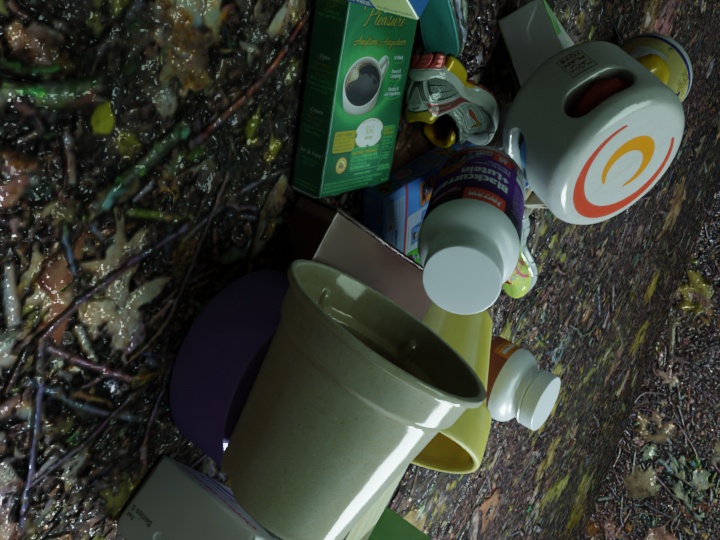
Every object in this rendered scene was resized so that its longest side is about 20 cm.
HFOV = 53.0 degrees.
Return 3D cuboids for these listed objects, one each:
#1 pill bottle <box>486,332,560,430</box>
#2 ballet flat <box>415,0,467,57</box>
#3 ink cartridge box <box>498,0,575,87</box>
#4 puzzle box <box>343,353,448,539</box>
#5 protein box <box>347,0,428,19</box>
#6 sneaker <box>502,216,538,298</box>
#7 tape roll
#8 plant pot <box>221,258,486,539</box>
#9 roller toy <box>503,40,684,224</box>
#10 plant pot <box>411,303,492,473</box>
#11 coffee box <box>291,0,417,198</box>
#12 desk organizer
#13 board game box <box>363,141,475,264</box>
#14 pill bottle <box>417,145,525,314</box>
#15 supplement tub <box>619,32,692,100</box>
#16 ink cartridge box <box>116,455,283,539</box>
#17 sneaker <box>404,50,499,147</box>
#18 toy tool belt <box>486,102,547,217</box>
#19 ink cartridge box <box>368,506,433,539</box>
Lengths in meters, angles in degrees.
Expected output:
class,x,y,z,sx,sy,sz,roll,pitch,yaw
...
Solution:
class,x,y,z,sx,sy,sz,roll,pitch,yaw
pill bottle,0.192,0.152,1.085,0.112,0.198,0.114,-34,138,-38
ballet flat,0.071,-0.311,0.731,0.072,0.071,0.202,-48,145,-23
ink cartridge box,0.265,-0.266,0.976,0.199,0.066,0.120,14,57,-58
puzzle box,0.008,0.160,0.732,0.025,0.132,0.202,36,79,-30
protein box,0.000,-0.340,0.527,0.201,0.133,0.199,-62,148,-3
sneaker,0.222,-0.018,1.142,0.090,0.078,0.202,-42,137,-18
tape roll,-0.093,0.108,0.745,0.199,0.084,0.204,-34,137,-38
plant pot,-0.021,0.124,0.628,0.186,0.200,0.199,-58,149,11
roller toy,0.268,-0.165,0.847,0.179,0.141,0.202,3,130,-36
plant pot,0.087,0.133,0.941,0.192,0.197,0.202,-66,151,-25
coffee box,-0.003,-0.181,0.716,0.122,0.043,0.204,-21,128,-49
desk organizer,0.000,0.000,0.779,0.199,0.071,0.078,32,87,-45
board game box,0.077,-0.067,0.918,0.199,0.036,0.154,-33,136,-40
pill bottle,0.123,-0.046,0.795,0.201,0.109,0.113,-68,162,-53
supplement tub,0.456,-0.293,1.219,0.200,0.144,0.147,-44,143,-30
ink cartridge box,-0.134,0.289,0.750,0.085,0.144,0.201,-54,147,-14
sneaker,0.099,-0.176,0.824,0.199,0.076,0.084,14,86,-57
toy tool belt,0.228,-0.139,1.021,0.124,0.125,0.199,-53,147,6
ink cartridge box,-0.014,0.351,0.917,0.146,0.198,0.048,-52,146,-19
